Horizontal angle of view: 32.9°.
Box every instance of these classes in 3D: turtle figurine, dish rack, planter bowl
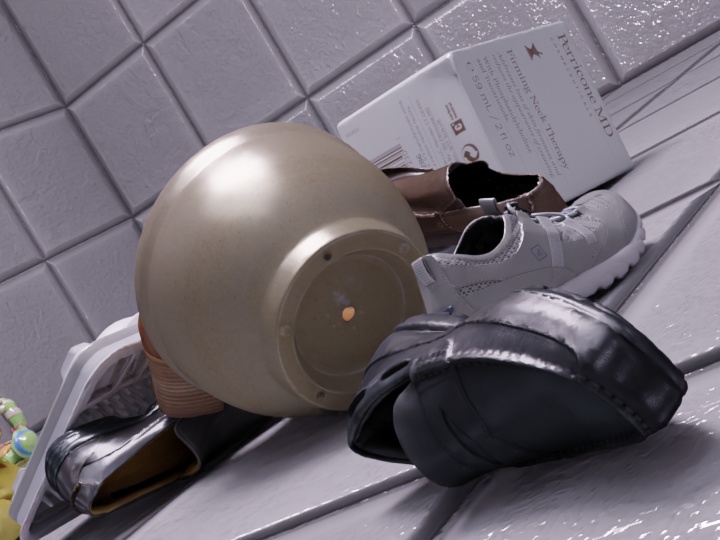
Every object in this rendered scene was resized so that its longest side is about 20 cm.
[{"bbox_3d":[-0.514,0.241,1.624,0.199,0.144,0.194,14,-43,-26],"label":"turtle figurine"},{"bbox_3d":[-0.213,0.119,1.010,0.200,0.043,0.172,-63,-16,22],"label":"dish rack"},{"bbox_3d":[-0.032,0.014,0.803,0.200,0.201,0.135,-32,30,-18],"label":"planter bowl"}]

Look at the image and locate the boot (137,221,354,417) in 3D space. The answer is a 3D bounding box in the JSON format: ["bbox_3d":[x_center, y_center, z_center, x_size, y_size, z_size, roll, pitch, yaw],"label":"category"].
[{"bbox_3d":[-0.066,0.017,0.901,0.199,0.155,0.074,-15,30,-28],"label":"boot"}]

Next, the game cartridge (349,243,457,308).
[{"bbox_3d":[0.000,0.000,1.047,0.200,0.042,0.133,-33,38,1],"label":"game cartridge"}]

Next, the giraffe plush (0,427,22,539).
[{"bbox_3d":[-0.408,0.209,1.233,0.200,0.162,0.173,-33,4,-17],"label":"giraffe plush"}]

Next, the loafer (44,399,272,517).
[{"bbox_3d":[-0.136,0.133,0.933,0.200,0.073,0.072,-27,34,-21],"label":"loafer"}]

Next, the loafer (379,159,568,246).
[{"bbox_3d":[0.080,-0.062,0.970,0.199,0.071,0.073,9,45,35],"label":"loafer"}]

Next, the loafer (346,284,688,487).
[{"bbox_3d":[0.049,0.052,0.462,0.070,0.068,0.200,-52,13,-18],"label":"loafer"}]

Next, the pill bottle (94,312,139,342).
[{"bbox_3d":[-0.220,0.112,1.183,0.112,0.112,0.200,-34,-6,-37],"label":"pill bottle"}]

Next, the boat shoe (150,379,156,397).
[{"bbox_3d":[-0.091,0.036,0.992,0.200,0.065,0.072,-50,35,2],"label":"boat shoe"}]

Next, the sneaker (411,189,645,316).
[{"bbox_3d":[0.103,-0.014,0.711,0.075,0.082,0.200,-28,5,40],"label":"sneaker"}]

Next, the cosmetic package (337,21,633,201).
[{"bbox_3d":[0.122,-0.121,1.186,0.166,0.168,0.200,-27,-1,44],"label":"cosmetic package"}]
